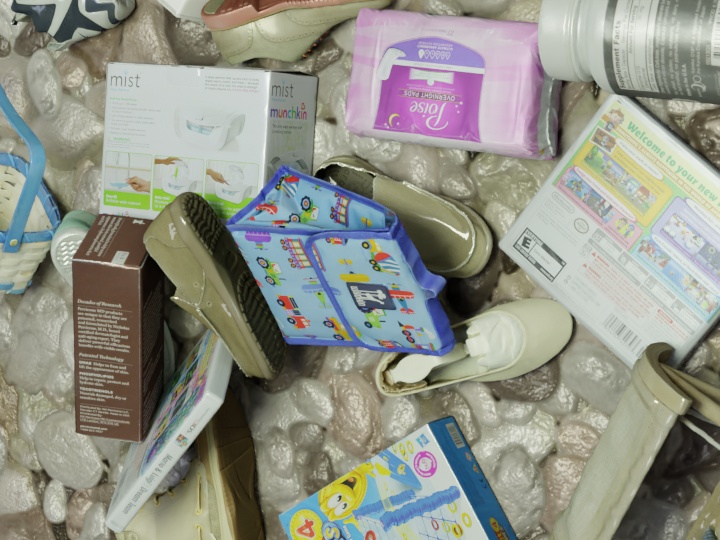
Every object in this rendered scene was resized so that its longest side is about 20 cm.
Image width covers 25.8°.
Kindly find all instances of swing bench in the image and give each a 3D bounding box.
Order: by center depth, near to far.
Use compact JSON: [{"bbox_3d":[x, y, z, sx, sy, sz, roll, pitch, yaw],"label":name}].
[{"bbox_3d":[0.272,0.198,1.307,0.199,0.130,0.200,29,108,18],"label":"swing bench"}]

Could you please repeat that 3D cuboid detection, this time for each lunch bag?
[{"bbox_3d":[0.000,0.000,1.423,0.199,0.094,0.151,11,138,41],"label":"lunch bag"}]

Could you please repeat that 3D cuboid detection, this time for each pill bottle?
[{"bbox_3d":[0.258,-0.200,1.316,0.199,0.113,0.114,10,97,29],"label":"pill bottle"}]

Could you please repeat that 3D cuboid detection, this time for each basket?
[{"bbox_3d":[-0.391,-0.084,1.660,0.176,0.139,0.201,50,125,43],"label":"basket"}]

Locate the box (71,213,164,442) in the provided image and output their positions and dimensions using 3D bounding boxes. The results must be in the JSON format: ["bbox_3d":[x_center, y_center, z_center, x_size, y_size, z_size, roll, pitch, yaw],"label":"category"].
[{"bbox_3d":[-0.235,0.057,1.536,0.074,0.100,0.201,8,118,4],"label":"box"}]

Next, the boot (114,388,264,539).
[{"bbox_3d":[-0.184,0.222,1.612,0.155,0.073,0.201,-8,93,28],"label":"boot"}]

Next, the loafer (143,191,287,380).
[{"bbox_3d":[-0.136,0.019,1.489,0.067,0.076,0.201,-20,107,28],"label":"loafer"}]

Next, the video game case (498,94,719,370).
[{"bbox_3d":[0.245,-0.028,1.385,0.200,0.022,0.182,44,112,21],"label":"video game case"}]

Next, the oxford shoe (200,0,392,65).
[{"bbox_3d":[-0.053,-0.247,1.530,0.199,0.071,0.074,-6,126,22],"label":"oxford shoe"}]

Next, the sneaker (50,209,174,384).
[{"bbox_3d":[-0.254,0.024,1.651,0.073,0.118,0.201,-27,111,3],"label":"sneaker"}]

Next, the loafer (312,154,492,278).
[{"bbox_3d":[0.031,-0.049,1.478,0.199,0.068,0.076,26,105,26],"label":"loafer"}]

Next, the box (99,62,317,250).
[{"bbox_3d":[-0.155,-0.115,1.564,0.199,0.097,0.178,6,95,29],"label":"box"}]

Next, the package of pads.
[{"bbox_3d":[0.089,-0.171,1.435,0.199,0.076,0.121,10,96,29],"label":"package of pads"}]

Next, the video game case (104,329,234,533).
[{"bbox_3d":[-0.179,0.139,1.546,0.024,0.200,0.182,34,112,-12],"label":"video game case"}]

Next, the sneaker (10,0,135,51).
[{"bbox_3d":[-0.337,-0.323,1.667,0.129,0.079,0.200,-33,87,18],"label":"sneaker"}]

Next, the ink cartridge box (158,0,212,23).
[{"bbox_3d":[-0.159,-0.368,1.563,0.146,0.085,0.200,42,113,21],"label":"ink cartridge box"}]

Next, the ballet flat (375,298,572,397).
[{"bbox_3d":[0.098,0.075,1.447,0.199,0.069,0.070,-20,82,28],"label":"ballet flat"}]

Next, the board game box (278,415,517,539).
[{"bbox_3d":[0.048,0.273,1.491,0.195,0.056,0.201,-35,76,26],"label":"board game box"}]
